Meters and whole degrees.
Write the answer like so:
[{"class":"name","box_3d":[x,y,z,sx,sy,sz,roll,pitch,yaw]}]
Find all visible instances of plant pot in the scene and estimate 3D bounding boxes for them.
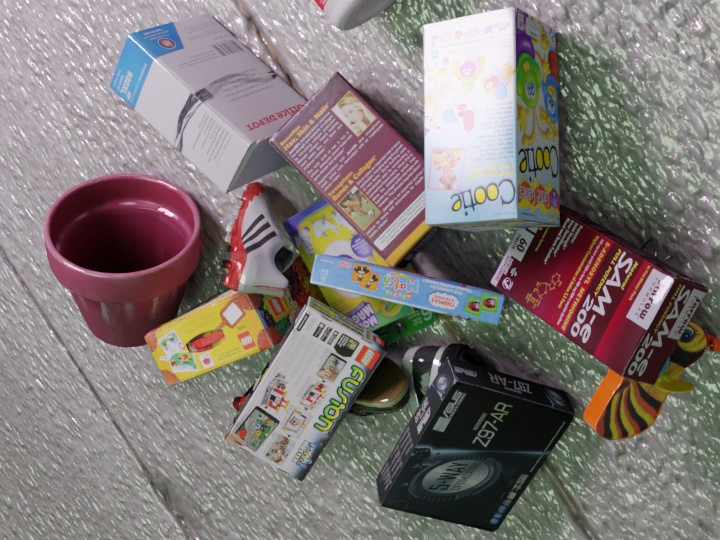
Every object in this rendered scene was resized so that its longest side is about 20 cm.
[{"class":"plant pot","box_3d":[-0.314,-0.001,1.360,0.200,0.200,0.179,29,138,20]}]

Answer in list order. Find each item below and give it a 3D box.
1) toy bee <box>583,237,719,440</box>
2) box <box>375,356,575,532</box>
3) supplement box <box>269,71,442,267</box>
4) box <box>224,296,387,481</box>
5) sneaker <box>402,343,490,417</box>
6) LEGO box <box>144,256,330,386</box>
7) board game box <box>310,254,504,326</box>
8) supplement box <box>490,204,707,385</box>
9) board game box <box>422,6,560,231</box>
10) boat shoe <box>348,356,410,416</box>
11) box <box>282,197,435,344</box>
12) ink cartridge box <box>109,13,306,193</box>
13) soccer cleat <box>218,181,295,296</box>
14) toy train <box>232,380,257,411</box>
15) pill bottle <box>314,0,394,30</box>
[{"class":"toy bee","box_3d":[0.311,0.087,1.028,0.108,0.131,0.200,16,120,-10]},{"class":"box","box_3d":[0.130,0.206,1.172,0.160,0.044,0.200,18,118,-19]},{"class":"supplement box","box_3d":[0.011,-0.110,1.130,0.110,0.086,0.200,-45,82,7]},{"class":"box","box_3d":[-0.065,0.142,1.191,0.110,0.035,0.200,30,107,-8]},{"class":"sneaker","box_3d":[0.124,0.186,1.216,0.112,0.073,0.201,-8,104,37]},{"class":"LEGO box","box_3d":[-0.153,0.062,1.295,0.200,0.149,0.077,-23,97,38]},{"class":"board game box","box_3d":[0.055,0.020,1.106,0.199,0.151,0.037,14,91,7]},{"class":"supplement box","box_3d":[0.232,0.015,1.009,0.200,0.061,0.109,39,108,47]},{"class":"board game box","box_3d":[0.132,-0.144,1.008,0.105,0.103,0.201,-2,87,34]},{"class":"boat shoe","box_3d":[0.004,0.149,1.269,0.200,0.073,0.065,10,139,58]},{"class":"box","box_3d":[0.000,0.000,1.234,0.117,0.048,0.200,-29,95,38]},{"class":"ink cartridge box","box_3d":[-0.170,-0.201,1.195,0.200,0.145,0.084,42,127,11]},{"class":"soccer cleat","box_3d":[-0.120,-0.038,1.227,0.085,0.200,0.069,16,123,-11]},{"class":"toy train","box_3d":[-0.088,0.179,1.304,0.116,0.085,0.200,44,163,-5]},{"class":"pill bottle","box_3d":[-0.039,-0.363,1.060,0.112,0.112,0.200,-40,86,38]}]
